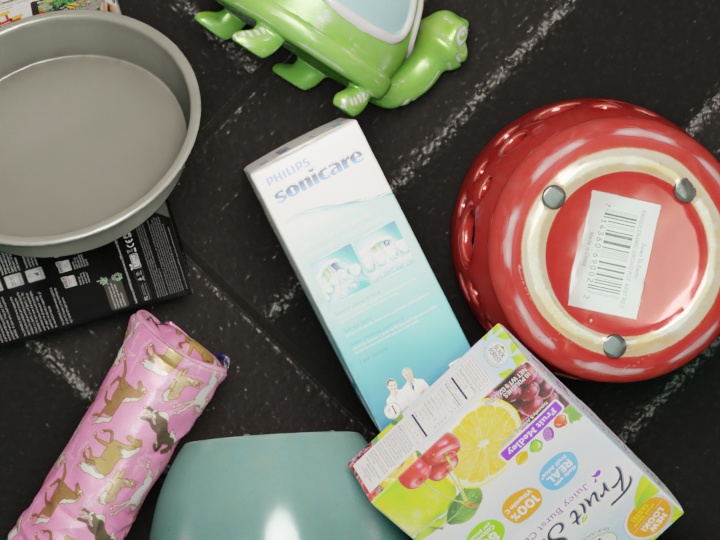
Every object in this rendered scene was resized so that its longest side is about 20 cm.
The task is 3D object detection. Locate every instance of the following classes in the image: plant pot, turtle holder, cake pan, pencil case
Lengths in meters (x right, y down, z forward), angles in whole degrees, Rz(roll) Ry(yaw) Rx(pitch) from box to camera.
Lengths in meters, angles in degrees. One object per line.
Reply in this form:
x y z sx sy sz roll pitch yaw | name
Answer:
-0.056 0.194 1.720 0.200 0.201 0.162 -3 83 -4 | plant pot
0.171 -0.017 1.721 0.200 0.182 0.201 -1 95 -6 | plant pot
-0.009 -0.183 1.714 0.185 0.141 0.132 31 91 -4 | turtle holder
-0.202 -0.089 1.675 0.199 0.037 0.201 -5 54 6 | cake pan
-0.172 0.130 1.751 0.083 0.086 0.200 32 94 37 | pencil case

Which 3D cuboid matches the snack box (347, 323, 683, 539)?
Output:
0.108 0.147 1.688 0.142 0.053 0.200 -42 126 6 | snack box

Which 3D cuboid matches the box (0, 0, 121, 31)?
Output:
-0.272 -0.188 1.714 0.199 0.110 0.035 -17 56 -3 | box

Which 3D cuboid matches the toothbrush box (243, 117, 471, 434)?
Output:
0.000 0.000 1.727 0.085 0.146 0.200 -28 95 -2 | toothbrush box

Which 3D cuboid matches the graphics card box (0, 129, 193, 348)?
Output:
-0.225 -0.013 1.727 0.199 0.051 0.126 -16 134 -1 | graphics card box
